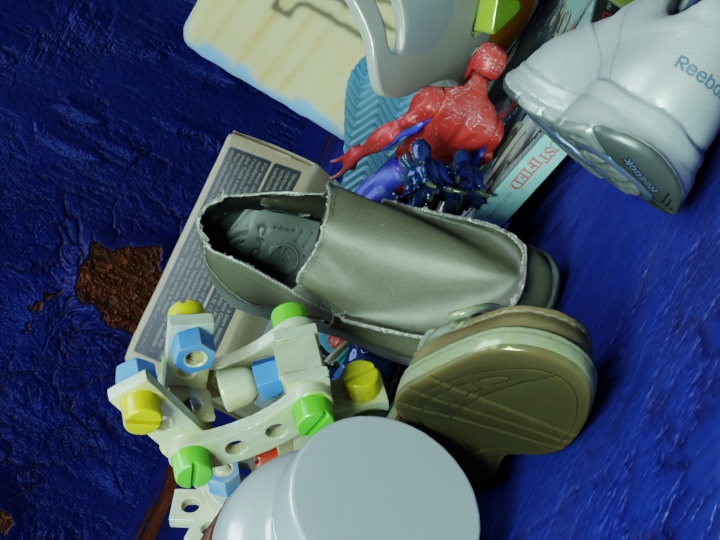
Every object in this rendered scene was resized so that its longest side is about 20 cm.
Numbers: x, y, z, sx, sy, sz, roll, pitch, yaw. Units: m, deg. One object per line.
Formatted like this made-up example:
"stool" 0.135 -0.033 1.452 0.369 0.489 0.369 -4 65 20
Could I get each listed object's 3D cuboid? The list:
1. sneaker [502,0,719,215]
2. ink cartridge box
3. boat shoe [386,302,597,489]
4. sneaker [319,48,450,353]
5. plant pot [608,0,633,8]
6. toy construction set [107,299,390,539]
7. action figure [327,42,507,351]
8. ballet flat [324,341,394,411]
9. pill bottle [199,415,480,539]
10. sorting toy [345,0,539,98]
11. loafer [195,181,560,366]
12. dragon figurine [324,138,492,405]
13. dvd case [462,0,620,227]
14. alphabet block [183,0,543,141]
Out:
"sneaker" 0.121 -0.081 0.803 0.087 0.074 0.200 -52 15 4
"ink cartridge box" -0.050 0.024 1.234 0.165 0.075 0.200 -65 -29 -6
"boat shoe" 0.055 0.044 0.794 0.201 0.073 0.063 113 176 -70
"sneaker" 0.024 -0.036 1.165 0.081 0.076 0.200 -2 -72 -57
"plant pot" 0.130 -0.259 0.935 0.190 0.200 0.200 -50 9 7
"toy construction set" -0.047 0.091 0.913 0.200 0.131 0.092 90 167 -60
"action figure" 0.021 -0.047 1.052 0.200 0.065 0.052 -53 26 23
"ballet flat" -0.021 0.128 1.074 0.062 0.067 0.200 98 -166 -77
"pill bottle" -0.024 0.149 0.829 0.200 0.112 0.112 123 170 -50
"sorting toy" 0.021 -0.185 1.061 0.107 0.200 0.180 -24 15 41
"loafer" 0.000 0.000 0.918 0.070 0.200 0.075 42 -122 -57
"dragon figurine" 0.023 0.027 0.982 0.099 0.059 0.200 -35 44 52
"dvd case" 0.100 -0.099 1.074 0.146 0.022 0.200 -49 15 39
"alphabet block" 0.026 -0.213 1.269 0.200 0.196 0.195 -61 -3 27
